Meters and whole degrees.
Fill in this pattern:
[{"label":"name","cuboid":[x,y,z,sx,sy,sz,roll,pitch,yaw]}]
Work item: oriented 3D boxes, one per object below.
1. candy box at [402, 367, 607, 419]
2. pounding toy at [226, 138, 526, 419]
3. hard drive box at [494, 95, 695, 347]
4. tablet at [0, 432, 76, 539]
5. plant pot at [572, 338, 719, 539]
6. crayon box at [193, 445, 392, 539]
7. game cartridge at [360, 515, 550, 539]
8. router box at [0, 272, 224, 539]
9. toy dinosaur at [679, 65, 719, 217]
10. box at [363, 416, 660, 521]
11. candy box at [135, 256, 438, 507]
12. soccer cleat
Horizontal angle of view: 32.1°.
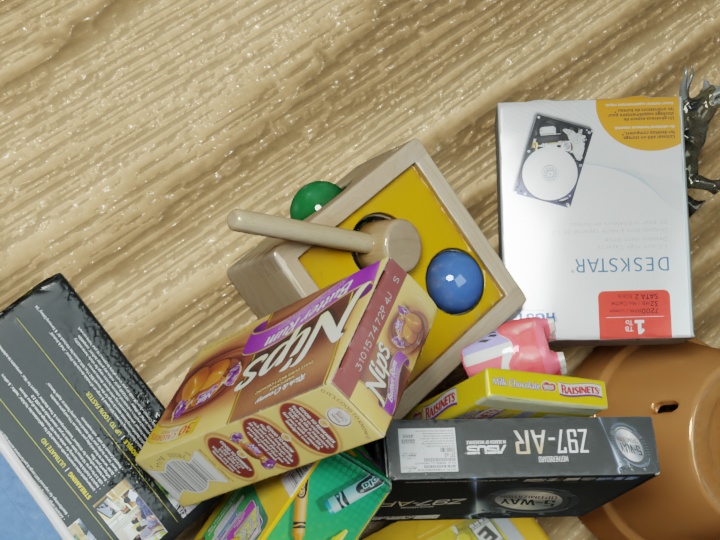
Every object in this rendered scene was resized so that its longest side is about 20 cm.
[{"label":"candy box","cuboid":[0.086,0.116,0.943,0.102,0.200,0.027,10,65,-25]},{"label":"pounding toy","cuboid":[0.000,0.000,0.948,0.184,0.142,0.200,-40,101,-26]},{"label":"hard drive box","cuboid":[0.193,-0.038,1.051,0.155,0.077,0.201,-2,83,4]},{"label":"tablet","cuboid":[-0.232,0.204,0.826,0.200,0.130,0.014,58,22,-9]},{"label":"plant pot","cuboid":[0.288,0.148,1.072,0.199,0.140,0.201,3,82,-26]},{"label":"crayon box","cuboid":[-0.069,0.196,0.864,0.058,0.119,0.200,34,91,-17]},{"label":"game cartridge","cuboid":[0.095,0.267,0.958,0.176,0.033,0.200,-22,55,-27]},{"label":"router box","cuboid":[-0.211,0.125,0.875,0.149,0.051,0.200,-40,101,-24]},{"label":"toy dinosaur","cuboid":[0.263,-0.082,1.141,0.200,0.077,0.102,-42,83,-12]},{"label":"box","cuboid":[0.098,0.150,0.933,0.199,0.160,0.044,1,68,-12]},{"label":"candy box","cuboid":[-0.051,0.078,0.831,0.056,0.200,0.117,46,44,-19]},{"label":"soccer cleat","cuboid":[0.122,0.091,0.993,0.076,0.200,0.067,-12,66,3]}]
